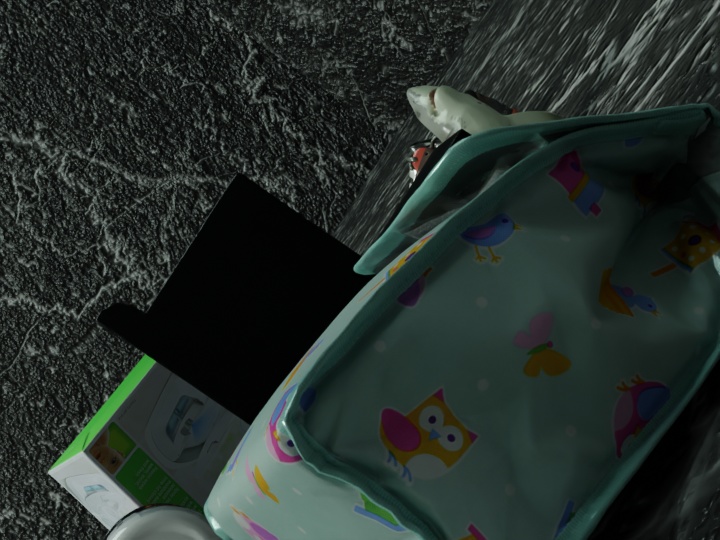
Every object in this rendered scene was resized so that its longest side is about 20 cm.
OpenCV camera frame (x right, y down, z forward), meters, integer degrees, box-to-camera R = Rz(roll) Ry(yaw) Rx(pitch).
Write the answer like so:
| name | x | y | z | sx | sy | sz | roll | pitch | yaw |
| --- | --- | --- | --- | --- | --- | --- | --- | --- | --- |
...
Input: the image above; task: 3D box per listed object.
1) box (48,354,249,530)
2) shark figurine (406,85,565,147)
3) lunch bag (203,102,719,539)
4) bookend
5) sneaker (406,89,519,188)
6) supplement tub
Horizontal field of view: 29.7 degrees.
| name | x | y | z | sx | sy | sz | roll | pitch | yaw |
| --- | --- | --- | --- | --- | --- | --- | --- | --- | --- |
| box | -0.189 | 0.188 | 1.413 | 0.096 | 0.177 | 0.200 | -31 | 17 | 50 |
| shark figurine | 0.091 | -0.044 | 0.994 | 0.090 | 0.126 | 0.216 | 91 | -177 | -48 |
| lunch bag | 0.047 | 0.033 | 0.504 | 0.200 | 0.122 | 0.170 | -50 | -1 | -23 |
| bookend | 0.000 | 0.000 | 0.709 | 0.200 | 0.199 | 0.092 | -58 | 5 | -7 |
| sneaker | 0.071 | -0.081 | 1.257 | 0.201 | 0.081 | 0.077 | -55 | 4 | 17 |
| supplement tub | -0.177 | 0.271 | 1.218 | 0.123 | 0.122 | 0.200 | -57 | 5 | -13 |
